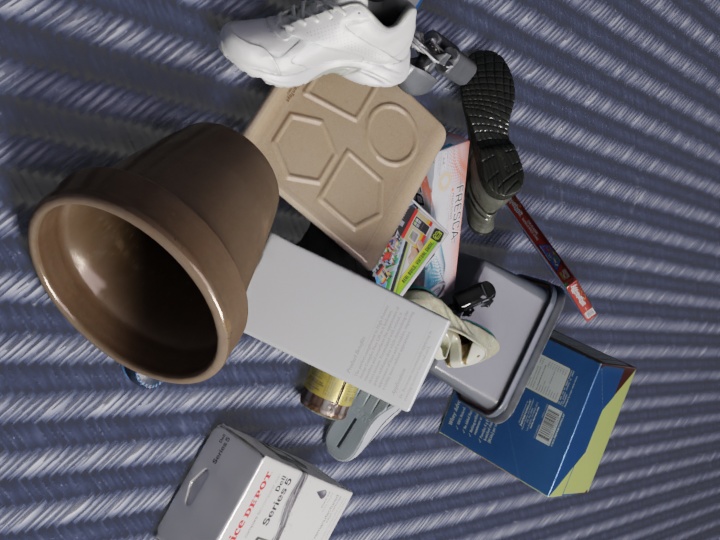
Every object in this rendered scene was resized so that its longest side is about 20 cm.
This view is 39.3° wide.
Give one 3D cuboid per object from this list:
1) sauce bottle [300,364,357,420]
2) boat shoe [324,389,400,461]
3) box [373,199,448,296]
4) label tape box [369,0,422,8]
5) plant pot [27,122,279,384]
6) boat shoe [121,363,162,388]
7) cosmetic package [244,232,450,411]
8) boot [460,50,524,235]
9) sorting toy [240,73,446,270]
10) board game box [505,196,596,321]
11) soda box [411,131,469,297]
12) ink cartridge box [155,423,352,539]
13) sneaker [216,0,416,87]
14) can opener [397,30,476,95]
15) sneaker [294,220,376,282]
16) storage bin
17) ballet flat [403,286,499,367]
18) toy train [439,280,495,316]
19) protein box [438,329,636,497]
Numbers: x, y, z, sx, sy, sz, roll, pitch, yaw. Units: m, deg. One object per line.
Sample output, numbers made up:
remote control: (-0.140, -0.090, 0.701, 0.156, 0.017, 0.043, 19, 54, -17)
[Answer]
sauce bottle: (-0.009, 0.073, 1.191, 0.064, 0.064, 0.203, 19, 95, -53)
boat shoe: (0.022, 0.150, 1.252, 0.201, 0.074, 0.067, -52, 168, 28)
box: (0.000, 0.000, 1.134, 0.110, 0.035, 0.201, 40, 73, -10)
label tape box: (0.030, -0.307, 1.026, 0.146, 0.063, 0.200, -58, 142, -9)
plant pot: (-0.156, -0.032, 0.873, 0.175, 0.197, 0.203, -55, 145, -41)
boat shoe: (-0.162, 0.025, 0.972, 0.084, 0.068, 0.203, 30, 86, -53)
cosmetic package: (-0.020, 0.050, 1.000, 0.103, 0.197, 0.074, -63, -179, -1)
boot: (0.145, -0.155, 1.244, 0.131, 0.066, 0.204, 118, -31, -69)
sorting toy: (-0.017, -0.130, 1.029, 0.200, 0.036, 0.187, 41, 66, -25)
board game box: (0.244, -0.030, 1.343, 0.019, 0.201, 0.103, -34, 142, 7)
soda box: (0.081, -0.066, 1.225, 0.068, 0.063, 0.203, -23, 126, -42)
ink cartridge box: (-0.117, 0.280, 1.158, 0.147, 0.083, 0.200, -60, 143, -6)
sneaker: (-0.036, -0.230, 0.935, 0.197, 0.078, 0.100, -7, 137, -26)
can opener: (0.075, -0.222, 1.096, 0.067, 0.053, 0.200, -50, 169, 14)
sneaker: (-0.028, 0.000, 1.077, 0.076, 0.089, 0.204, 119, -35, -78)
storage bin: (0.154, 0.075, 1.352, 0.133, 0.145, 0.202, 29, 87, -26)
ballet flat: (0.103, 0.084, 1.206, 0.199, 0.067, 0.063, 33, 50, -44)
toy train: (0.079, 0.063, 1.250, 0.197, 0.035, 0.046, -25, 165, -4)
protein box: (0.256, 0.190, 1.467, 0.134, 0.198, 0.202, 12, 101, -52)
